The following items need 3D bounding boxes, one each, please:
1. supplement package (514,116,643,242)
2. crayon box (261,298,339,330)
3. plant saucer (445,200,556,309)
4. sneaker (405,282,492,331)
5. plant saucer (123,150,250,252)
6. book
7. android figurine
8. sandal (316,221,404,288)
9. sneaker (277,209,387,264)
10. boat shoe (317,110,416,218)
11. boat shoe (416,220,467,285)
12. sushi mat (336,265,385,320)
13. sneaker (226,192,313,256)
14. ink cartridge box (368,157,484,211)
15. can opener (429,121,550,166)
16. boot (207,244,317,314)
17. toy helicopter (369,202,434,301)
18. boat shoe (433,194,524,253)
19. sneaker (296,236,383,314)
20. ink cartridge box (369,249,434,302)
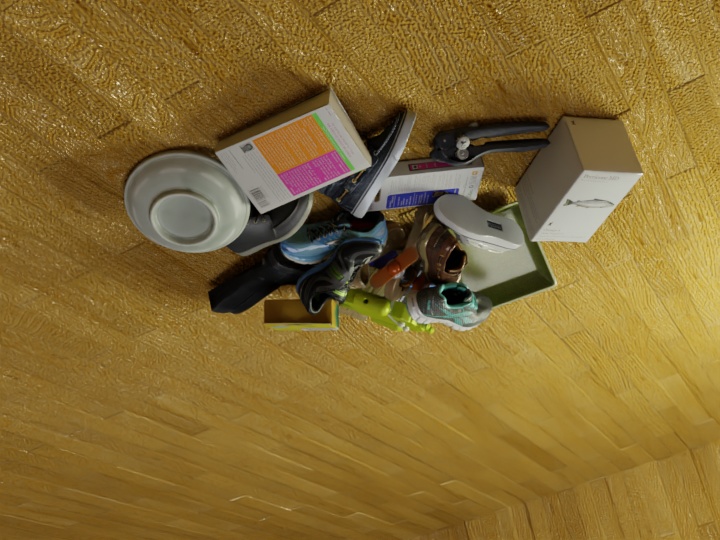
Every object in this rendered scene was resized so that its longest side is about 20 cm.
[{"bbox_3d":[0.362,-0.149,1.553,0.116,0.118,0.200,1,147,-18],"label":"supplement package"},{"bbox_3d":[-0.107,0.082,1.700,0.126,0.051,0.200,0,174,2],"label":"crayon box"},{"bbox_3d":[0.241,-0.027,1.724,0.198,0.048,0.201,-21,118,16],"label":"plant saucer"},{"bbox_3d":[0.178,0.060,1.661,0.199,0.078,0.091,2,158,-41],"label":"sneaker"},{"bbox_3d":[-0.274,-0.093,1.447,0.198,0.050,0.201,0,132,0],"label":"plant saucer"},{"bbox_3d":[-0.100,-0.174,1.392,0.199,0.048,0.134,-21,127,19],"label":"book"},{"bbox_3d":[0.045,0.078,1.750,0.199,0.041,0.182,19,171,16],"label":"android figurine"},{"bbox_3d":[-0.002,-0.003,1.652,0.211,0.070,0.078,-35,140,-4],"label":"sandal"},{"bbox_3d":[-0.048,-0.073,1.594,0.198,0.079,0.090,-11,148,-13],"label":"sneaker"},{"bbox_3d":[0.007,-0.178,1.440,0.090,0.071,0.201,28,121,-7],"label":"boat shoe"},{"bbox_3d":[0.151,-0.014,1.619,0.072,0.067,0.200,-54,154,-12],"label":"boat shoe"},{"bbox_3d":[-0.002,0.041,1.816,0.095,0.012,0.200,18,145,-11],"label":"sushi mat"},{"bbox_3d":[-0.174,-0.091,1.518,0.199,0.075,0.106,-31,143,32],"label":"sneaker"},{"bbox_3d":[0.105,-0.147,1.555,0.198,0.037,0.095,-9,150,-9],"label":"ink cartridge box"},{"bbox_3d":[0.209,-0.211,1.475,0.198,0.079,0.064,-12,111,-5],"label":"can opener"},{"bbox_3d":[-0.166,0.031,1.730,0.164,0.066,0.200,22,136,-39],"label":"boot"},{"bbox_3d":[0.085,-0.034,1.638,0.132,0.079,0.201,-24,138,-55],"label":"toy helicopter"},{"bbox_3d":[0.196,-0.075,1.609,0.199,0.072,0.066,13,147,-36],"label":"boat shoe"},{"bbox_3d":[-0.029,0.009,1.574,0.199,0.083,0.071,-38,145,30],"label":"sneaker"},{"bbox_3d":[0.095,0.027,1.832,0.198,0.044,0.199,2,147,-17],"label":"ink cartridge box"}]
